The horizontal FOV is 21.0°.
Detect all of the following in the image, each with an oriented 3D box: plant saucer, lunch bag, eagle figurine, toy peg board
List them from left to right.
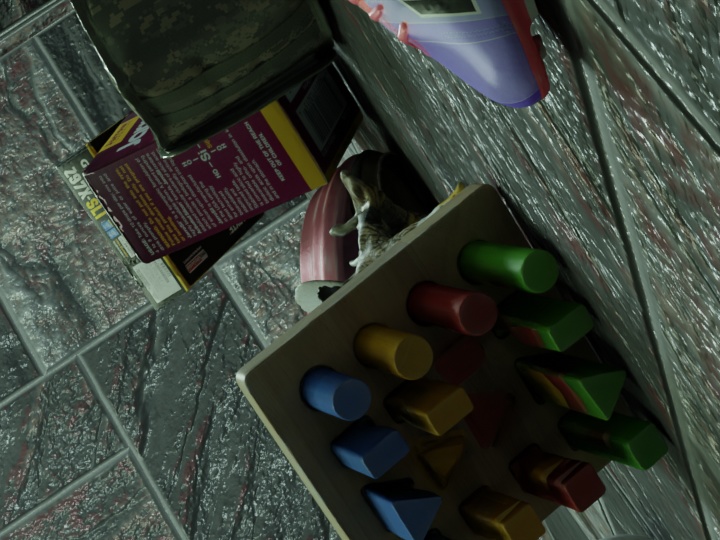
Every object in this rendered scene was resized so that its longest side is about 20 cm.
[{"bbox_3d":[-0.110,-0.173,1.476,0.118,0.164,0.200,59,179,19],"label":"lunch bag"},{"bbox_3d":[0.000,0.000,1.670,0.200,0.051,0.201,-5,-90,-67],"label":"plant saucer"},{"bbox_3d":[0.044,0.010,1.338,0.200,0.151,0.151,-119,18,-46],"label":"eagle figurine"},{"bbox_3d":[0.068,0.086,1.157,0.200,0.199,0.098,57,162,-17],"label":"toy peg board"}]

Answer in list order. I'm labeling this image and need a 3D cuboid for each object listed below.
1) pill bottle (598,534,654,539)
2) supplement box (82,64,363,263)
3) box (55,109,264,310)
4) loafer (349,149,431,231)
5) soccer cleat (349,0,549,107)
[{"bbox_3d":[0.212,0.276,1.569,0.113,0.113,0.200,56,178,12],"label":"pill bottle"},{"bbox_3d":[-0.116,-0.108,1.667,0.103,0.200,0.131,57,-153,-20],"label":"supplement box"},{"bbox_3d":[-0.182,-0.072,1.802,0.160,0.049,0.200,54,-153,-7],"label":"box"},{"bbox_3d":[0.055,-0.015,1.592,0.073,0.071,0.200,-3,-112,-60],"label":"loafer"},{"bbox_3d":[0.002,-0.132,0.772,0.200,0.076,0.067,56,178,20],"label":"soccer cleat"}]
